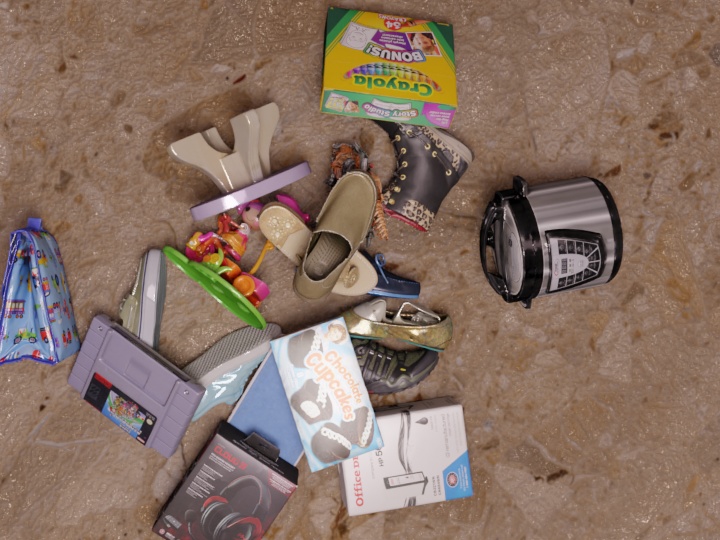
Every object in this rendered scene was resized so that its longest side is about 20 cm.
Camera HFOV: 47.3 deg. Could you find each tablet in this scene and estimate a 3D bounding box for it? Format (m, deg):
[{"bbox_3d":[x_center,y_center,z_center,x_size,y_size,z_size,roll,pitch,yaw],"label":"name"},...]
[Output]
[{"bbox_3d":[-0.115,0.206,1.262,0.129,0.014,0.201,31,106,-4],"label":"tablet"}]

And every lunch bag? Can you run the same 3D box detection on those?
[{"bbox_3d":[-0.460,0.025,1.174,0.093,0.151,0.203,0,92,-7],"label":"lunch bag"}]

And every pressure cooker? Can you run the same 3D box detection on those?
[{"bbox_3d":[0.279,-0.044,1.262,0.198,0.179,0.178,-9,69,-7],"label":"pressure cooker"}]

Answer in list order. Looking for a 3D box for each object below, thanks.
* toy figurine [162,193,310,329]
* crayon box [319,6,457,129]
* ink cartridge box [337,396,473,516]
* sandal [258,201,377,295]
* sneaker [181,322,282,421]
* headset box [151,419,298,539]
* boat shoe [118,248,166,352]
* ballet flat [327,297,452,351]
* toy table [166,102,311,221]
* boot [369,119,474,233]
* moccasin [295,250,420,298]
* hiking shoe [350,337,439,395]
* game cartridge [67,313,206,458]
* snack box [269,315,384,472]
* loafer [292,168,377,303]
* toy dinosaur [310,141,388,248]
[{"bbox_3d":[-0.166,-0.043,1.244,0.199,0.150,0.185,33,72,17],"label":"toy figurine"},{"bbox_3d":[0.042,-0.306,1.237,0.198,0.058,0.174,6,56,-7],"label":"crayon box"},{"bbox_3d":[0.063,0.288,1.283,0.198,0.084,0.148,-8,92,-7],"label":"ink cartridge box"},{"bbox_3d":[-0.059,-0.013,1.170,0.211,0.070,0.078,37,106,-23],"label":"sandal"},{"bbox_3d":[-0.200,0.157,1.264,0.199,0.074,0.082,-31,124,-10],"label":"sneaker"},{"bbox_3d":[-0.196,0.338,1.245,0.148,0.075,0.201,35,94,-7],"label":"headset box"},{"bbox_3d":[-0.332,0.066,1.234,0.061,0.072,0.203,7,91,-2],"label":"boat shoe"},{"bbox_3d":[0.048,0.076,1.273,0.198,0.071,0.072,10,90,-5],"label":"ballet flat"},{"bbox_3d":[-0.178,-0.162,1.205,0.199,0.183,0.118,-33,106,-42],"label":"toy table"},{"bbox_3d":[0.064,-0.165,1.279,0.199,0.073,0.152,29,84,-14],"label":"boot"},{"bbox_3d":[0.000,0.000,1.271,0.198,0.080,0.069,11,86,-8],"label":"moccasin"},{"bbox_3d":[0.024,0.142,1.279,0.198,0.076,0.102,-18,97,-6],"label":"hiking shoe"},{"bbox_3d":[-0.333,0.171,1.206,0.199,0.038,0.130,33,107,11],"label":"game cartridge"},{"bbox_3d":[-0.049,0.180,1.210,0.115,0.037,0.202,-18,91,-4],"label":"snack box"},{"bbox_3d":[-0.028,-0.050,1.115,0.075,0.067,0.202,23,77,-5],"label":"loafer"},{"bbox_3d":[-0.010,-0.110,1.226,0.101,0.201,0.137,12,125,-10],"label":"toy dinosaur"}]
